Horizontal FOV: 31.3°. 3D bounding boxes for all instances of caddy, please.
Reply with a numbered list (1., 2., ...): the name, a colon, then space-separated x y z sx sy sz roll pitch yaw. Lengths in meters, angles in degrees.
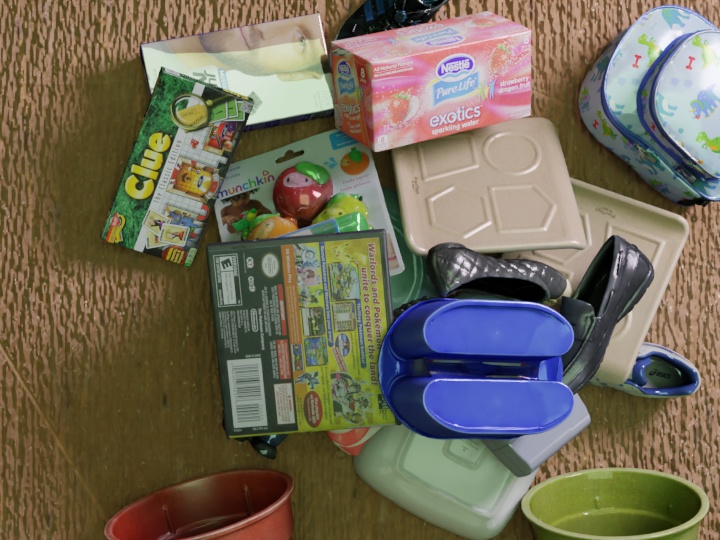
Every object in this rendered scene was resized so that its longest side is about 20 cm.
1. caddy: 0.118 0.097 1.277 0.200 0.105 0.142 3 82 -18

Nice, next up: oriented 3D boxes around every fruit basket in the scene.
1. fruit basket: -0.063 -0.057 1.372 0.185 0.094 0.200 -17 66 5

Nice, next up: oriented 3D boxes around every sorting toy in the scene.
1. sorting toy: 0.247 0.007 1.442 0.185 0.036 0.200 22 84 20
2. sorting toy: 0.135 -0.091 1.414 0.200 0.036 0.185 -1 53 -9

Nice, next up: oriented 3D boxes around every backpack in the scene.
1. backpack: 0.362 -0.193 1.436 0.200 0.147 0.183 36 82 -3

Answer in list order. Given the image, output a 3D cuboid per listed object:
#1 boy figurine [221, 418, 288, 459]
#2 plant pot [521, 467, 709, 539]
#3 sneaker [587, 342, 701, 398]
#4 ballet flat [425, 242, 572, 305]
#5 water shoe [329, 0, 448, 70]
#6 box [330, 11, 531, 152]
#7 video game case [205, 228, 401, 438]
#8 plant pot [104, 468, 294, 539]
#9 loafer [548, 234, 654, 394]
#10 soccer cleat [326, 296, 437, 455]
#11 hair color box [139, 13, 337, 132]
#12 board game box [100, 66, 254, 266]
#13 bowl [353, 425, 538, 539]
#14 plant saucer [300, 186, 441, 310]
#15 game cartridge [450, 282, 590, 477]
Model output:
1. boy figurine: -0.073 0.102 1.388 0.124 0.064 0.200 31 97 -14
2. plant pot: 0.280 0.340 1.407 0.200 0.200 0.190 -6 102 -8
3. sneaker: 0.287 0.101 1.449 0.200 0.088 0.075 7 90 -6
4. ballet flat: 0.145 0.017 1.345 0.200 0.066 0.057 12 59 -36
5. water shoe: 0.041 -0.290 1.427 0.071 0.079 0.200 43 84 -4
6. box: 0.078 -0.206 1.383 0.200 0.095 0.103 -15 118 -24
7. video game case: -0.056 0.065 1.297 0.180 0.026 0.200 -5 98 3
8. plant pot: -0.146 0.335 1.342 0.201 0.201 0.195 -14 99 -8
9. loafer: 0.234 0.053 1.363 0.070 0.068 0.201 40 78 -26
10. soccer cleat: 0.032 0.111 1.392 0.200 0.068 0.073 -48 139 -24
11. hair color box: -0.133 -0.208 1.411 0.200 0.065 0.109 -12 90 -9
12. board game box: -0.197 -0.108 1.374 0.105 0.023 0.200 18 109 -16
13. bowl: 0.113 0.189 1.431 0.200 0.075 0.200 29 86 -7
14. plant saucer: 0.000 0.000 1.438 0.200 0.036 0.200 0 89 -8
15. game cartridge: 0.154 0.113 1.378 0.133 0.040 0.200 -31 88 -35
